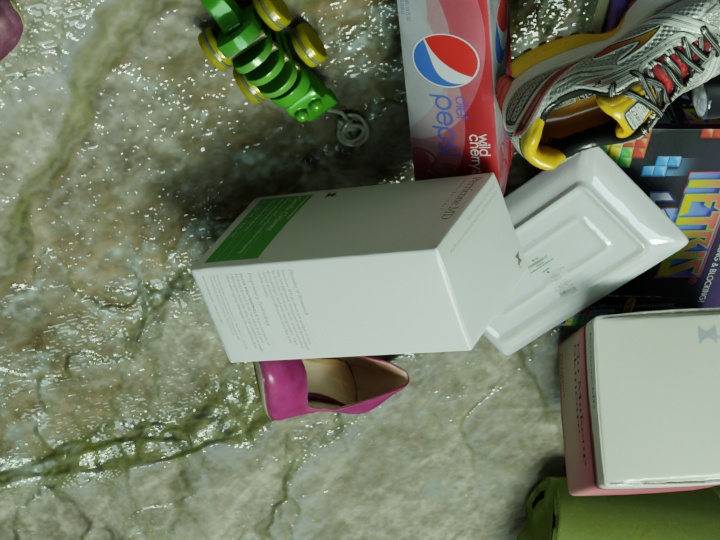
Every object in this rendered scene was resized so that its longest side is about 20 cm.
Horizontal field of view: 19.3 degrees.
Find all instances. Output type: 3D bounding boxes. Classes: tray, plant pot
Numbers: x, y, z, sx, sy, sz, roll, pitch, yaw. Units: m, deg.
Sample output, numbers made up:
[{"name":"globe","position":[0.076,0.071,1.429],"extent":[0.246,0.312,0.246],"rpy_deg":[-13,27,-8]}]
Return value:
[{"name":"tray","position":[0.134,-0.008,1.555],"extent":[0.107,0.022,0.200],"rpy_deg":[43,132,-13]},{"name":"plant pot","position":[0.235,0.254,1.805],"extent":[0.190,0.200,0.200],"rpy_deg":[13,130,-11]}]

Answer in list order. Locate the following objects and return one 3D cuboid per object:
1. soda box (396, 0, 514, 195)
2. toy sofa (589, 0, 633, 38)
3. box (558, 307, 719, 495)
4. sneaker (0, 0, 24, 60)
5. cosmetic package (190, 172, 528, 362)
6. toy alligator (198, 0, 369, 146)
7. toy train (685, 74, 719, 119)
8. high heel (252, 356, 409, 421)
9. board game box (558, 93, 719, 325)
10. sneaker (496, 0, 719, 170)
[{"name":"soda box","position":[0.066,-0.139,1.431],"extent":[0.063,0.070,0.200],"rpy_deg":[5,136,12]},{"name":"toy sofa","position":[0.211,-0.224,1.362],"extent":[0.083,0.098,0.200],"rpy_deg":[18,133,11]},{"name":"box","position":[0.218,0.103,1.608],"extent":[0.109,0.128,0.200],"rpy_deg":[-3,172,-2]},{"name":"sneaker","position":[-0.308,-0.119,1.347],"extent":[0.200,0.090,0.075],"rpy_deg":[-17,135,2]},{"name":"cosmetic package","position":[0.000,0.000,1.466],"extent":[0.200,0.108,0.085],"rpy_deg":[-6,118,31]},{"name":"toy alligator","position":[-0.048,-0.128,1.433],"extent":[0.059,0.054,0.200],"rpy_deg":[-32,133,17]},{"name":"toy train","position":[0.318,-0.143,1.475],"extent":[0.200,0.114,0.085],"rpy_deg":[-7,128,-10]},{"name":"high heel","position":[-0.023,0.074,1.587],"extent":[0.096,0.067,0.200],"rpy_deg":[-12,173,7]},{"name":"board game box","position":[0.223,-0.046,1.585],"extent":[0.165,0.057,0.200],"rpy_deg":[0,133,-13]},{"name":"sneaker","position":[0.185,-0.122,1.355],"extent":[0.200,0.082,0.078],"rpy_deg":[-28,128,19]}]
